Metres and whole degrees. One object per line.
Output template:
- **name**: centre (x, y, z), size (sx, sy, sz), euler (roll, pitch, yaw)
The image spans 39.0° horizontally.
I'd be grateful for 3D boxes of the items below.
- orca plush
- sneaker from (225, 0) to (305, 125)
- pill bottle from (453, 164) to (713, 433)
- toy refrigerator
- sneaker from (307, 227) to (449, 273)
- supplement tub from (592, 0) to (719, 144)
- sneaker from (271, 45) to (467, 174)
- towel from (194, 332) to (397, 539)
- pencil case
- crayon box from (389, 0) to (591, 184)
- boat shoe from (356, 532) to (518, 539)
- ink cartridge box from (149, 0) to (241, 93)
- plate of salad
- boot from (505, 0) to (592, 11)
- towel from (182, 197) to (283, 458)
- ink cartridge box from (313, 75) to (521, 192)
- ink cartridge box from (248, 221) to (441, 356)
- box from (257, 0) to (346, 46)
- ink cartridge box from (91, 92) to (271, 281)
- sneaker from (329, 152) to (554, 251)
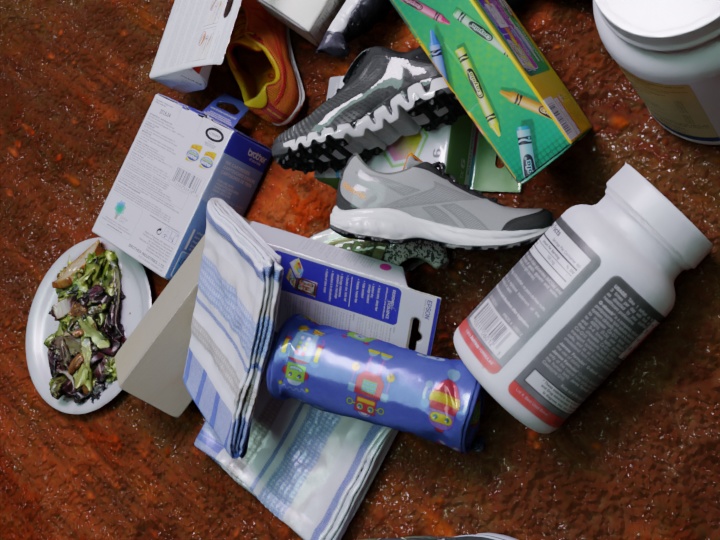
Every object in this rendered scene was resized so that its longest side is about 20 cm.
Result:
- **orca plush**: centre (0.037, -0.284, 1.009), size (0.070, 0.105, 0.202), euler (32, 67, -4)
- **sneaker**: centre (-0.114, -0.248, 1.089), size (0.073, 0.077, 0.202), euler (-36, 56, 19)
- **pill bottle**: centre (0.178, 0.022, 0.815), size (0.200, 0.115, 0.116), euler (-47, 59, 12)
- **toy refrigerator**: centre (-0.162, 0.042, 1.032), size (0.201, 0.075, 0.070), euler (-53, 29, 9)
- **sneaker**: centre (0.000, 0.000, 0.962), size (0.198, 0.076, 0.090), euler (-28, 74, 26)
- **supplement tub**: centre (0.260, -0.193, 0.771), size (0.142, 0.199, 0.147), euler (-8, 73, 28)
- **sneaker**: centre (0.005, -0.154, 0.929), size (0.197, 0.066, 0.092), euler (-19, 65, 22)
- **towel**: centre (-0.066, 0.158, 0.975), size (0.199, 0.024, 0.149), euler (32, 94, 34)
- **pencil case**: centre (0.018, 0.098, 0.890), size (0.196, 0.087, 0.080), euler (14, 100, 17)
- **crayon box**: centre (0.111, -0.179, 0.860), size (0.058, 0.119, 0.201), euler (-36, 89, 25)
- **boat shoe**: centre (0.056, 0.259, 0.862), size (0.197, 0.056, 0.070), euler (-9, 72, 30)
- **ink cartridge box**: centre (-0.142, -0.273, 1.048), size (0.199, 0.050, 0.165), euler (11, 82, 56)
- **plate of salad**: centre (-0.317, 0.059, 1.149), size (0.197, 0.048, 0.204), euler (-9, 73, 29)
- **boot**: centre (0.162, -0.263, 0.923), size (0.166, 0.076, 0.203), euler (21, 83, 37)
- **towel**: centre (-0.123, 0.051, 0.925), size (0.147, 0.023, 0.203), euler (43, 127, 49)
- **ink cartridge box**: centre (0.057, -0.131, 0.963), size (0.197, 0.059, 0.106), euler (3, 78, 32)
- **ink cartridge box**: centre (-0.021, 0.028, 0.936), size (0.197, 0.037, 0.096), euler (18, 125, 15)
- **box**: centre (-0.023, -0.340, 1.036), size (0.077, 0.095, 0.202), euler (33, 94, 4)
- **ink cartridge box**: centre (-0.185, -0.099, 1.093), size (0.135, 0.076, 0.203), euler (27, 94, 34)
- **sneaker**: centre (0.073, -0.058, 0.881), size (0.196, 0.074, 0.081), euler (7, 91, -2)
